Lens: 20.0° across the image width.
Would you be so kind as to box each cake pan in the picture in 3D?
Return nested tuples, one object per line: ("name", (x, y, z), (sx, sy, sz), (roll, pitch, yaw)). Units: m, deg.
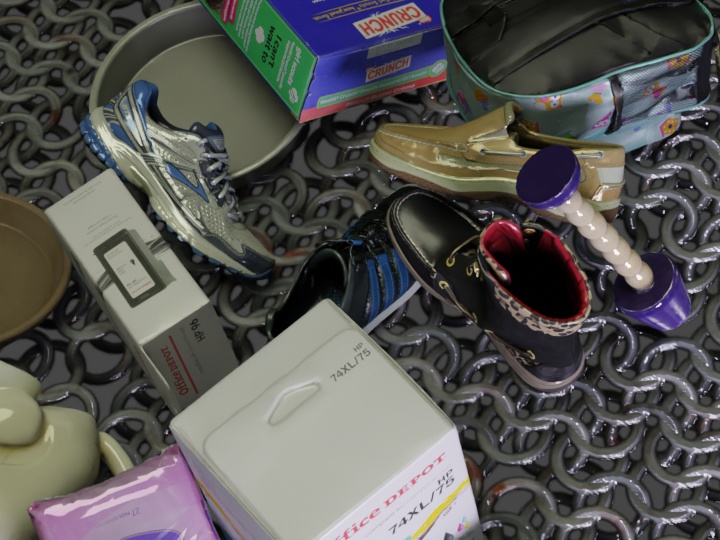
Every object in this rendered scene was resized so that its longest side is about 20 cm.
("cake pan", (-0.133, -0.146, 1.759), (0.200, 0.037, 0.201), (-5, 58, 7))

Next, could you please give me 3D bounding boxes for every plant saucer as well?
("plant saucer", (-0.336, 0.005, 1.676), (0.200, 0.030, 0.200), (3, 42, -2))

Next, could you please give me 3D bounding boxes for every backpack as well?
("backpack", (0.165, -0.175, 1.651), (0.200, 0.153, 0.176), (-17, 54, -15))

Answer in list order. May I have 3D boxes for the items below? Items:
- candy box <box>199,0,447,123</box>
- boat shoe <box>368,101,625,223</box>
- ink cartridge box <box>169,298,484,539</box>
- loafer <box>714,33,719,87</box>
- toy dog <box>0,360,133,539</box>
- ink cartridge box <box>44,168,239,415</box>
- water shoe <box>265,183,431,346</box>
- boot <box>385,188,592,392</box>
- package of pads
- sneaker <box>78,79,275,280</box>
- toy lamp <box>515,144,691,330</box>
("candy box", (-0.028, -0.231, 1.738), (0.169, 0.077, 0.200), (-18, 52, -31))
("boat shoe", (0.107, -0.096, 1.573), (0.199, 0.076, 0.072), (12, 25, 8))
("ink cartridge box", (-0.019, 0.154, 1.452), (0.147, 0.200, 0.146), (-38, 59, -13))
("loafer", (0.340, -0.139, 1.644), (0.076, 0.068, 0.200), (-18, 53, -1))
("toy dog", (-0.279, 0.193, 1.533), (0.194, 0.140, 0.200), (24, 57, -18))
("ink cartridge box", (-0.161, 0.030, 1.607), (0.068, 0.116, 0.200), (-33, 59, -9))
("water shoe", (0.000, 0.000, 1.617), (0.071, 0.079, 0.200), (27, 66, 24))
("boot", (0.099, -0.005, 1.537), (0.073, 0.151, 0.200), (-37, 76, -12))
("package of pads", (-0.147, 0.236, 1.456), (0.120, 0.076, 0.200), (-22, 84, -4))
("sneaker", (-0.135, -0.076, 1.655), (0.200, 0.077, 0.085), (44, 95, 4))
("toy lamp", (0.187, -0.018, 1.526), (0.058, 0.200, 0.058), (-24, 44, 25))
